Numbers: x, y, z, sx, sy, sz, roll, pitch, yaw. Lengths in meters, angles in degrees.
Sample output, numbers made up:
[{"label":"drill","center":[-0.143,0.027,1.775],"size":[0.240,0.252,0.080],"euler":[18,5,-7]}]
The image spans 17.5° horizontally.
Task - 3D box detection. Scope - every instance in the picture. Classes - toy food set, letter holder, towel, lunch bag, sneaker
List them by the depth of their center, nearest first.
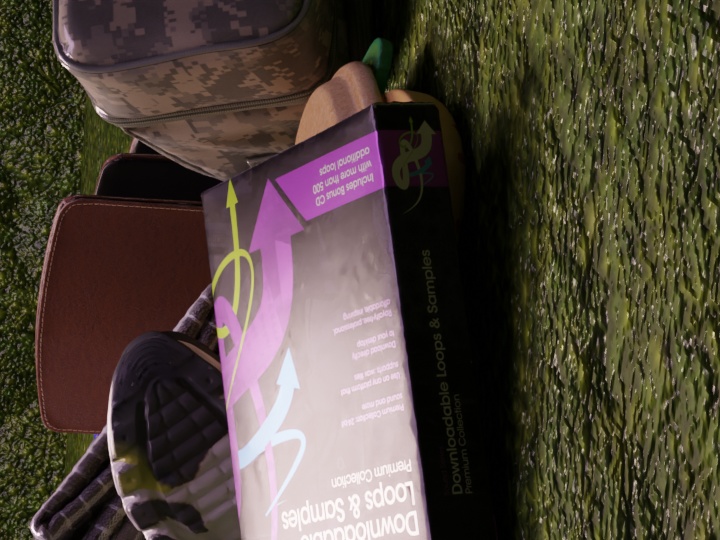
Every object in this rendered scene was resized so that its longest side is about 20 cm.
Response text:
[{"label":"toy food set","center":[0.000,0.000,1.035],"size":[0.198,0.049,0.200],"euler":[-114,27,-67]},{"label":"sneaker","center":[-0.059,0.107,1.072],"size":[0.200,0.074,0.085],"euler":[63,-178,-24]},{"label":"lunch bag","center":[-0.064,-0.154,1.166],"size":[0.168,0.139,0.200],"euler":[59,-155,-64]},{"label":"towel","center":[-0.095,0.094,1.214],"size":[0.200,0.086,0.166],"euler":[-56,4,-17]},{"label":"letter holder","center":[-0.140,0.005,1.519],"size":[0.101,0.142,0.200],"euler":[-101,17,-49]}]

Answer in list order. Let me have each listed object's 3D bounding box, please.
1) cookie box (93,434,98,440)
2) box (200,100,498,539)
[{"label":"cookie box","center":[-0.166,0.141,1.806],"size":[0.171,0.075,0.200],"euler":[147,124,-77]},{"label":"box","center":[-0.007,0.049,0.916],"size":[0.143,0.036,0.200],"euler":[-23,73,56]}]
